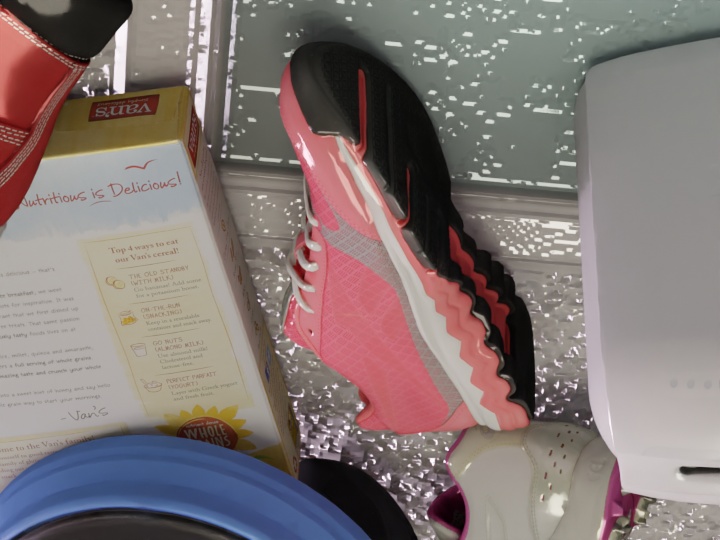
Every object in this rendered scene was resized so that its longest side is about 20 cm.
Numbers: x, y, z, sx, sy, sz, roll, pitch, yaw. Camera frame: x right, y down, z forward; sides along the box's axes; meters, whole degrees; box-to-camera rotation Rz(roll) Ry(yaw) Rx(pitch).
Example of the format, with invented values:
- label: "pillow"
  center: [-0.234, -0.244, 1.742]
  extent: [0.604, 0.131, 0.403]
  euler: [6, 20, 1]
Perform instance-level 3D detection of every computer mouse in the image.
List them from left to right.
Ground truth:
- label: "computer mouse"
  center: [0.041, 0.153, 1.118]
  extent: [0.200, 0.034, 0.059]
  euler: [49, 157, 14]

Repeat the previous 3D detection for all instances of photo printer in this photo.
- label: "photo printer"
  center: [0.159, -0.003, 0.929]
  extent: [0.166, 0.200, 0.070]
  euler: [-8, 132, 10]

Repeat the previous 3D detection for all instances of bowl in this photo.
- label: "bowl"
  center: [-0.077, 0.162, 1.112]
  extent: [0.200, 0.039, 0.201]
  euler: [7, 125, 10]

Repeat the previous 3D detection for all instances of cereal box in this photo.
- label: "cereal box"
  center: [-0.114, 0.019, 1.065]
  extent: [0.143, 0.040, 0.200]
  euler: [-6, 132, 10]

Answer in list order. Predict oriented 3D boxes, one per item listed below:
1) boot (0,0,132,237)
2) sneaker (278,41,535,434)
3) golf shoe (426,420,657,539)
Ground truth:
- label: "boot"
  center: [-0.188, -0.109, 0.943]
  extent: [0.200, 0.072, 0.144]
  euler: [30, 108, -8]
- label: "sneaker"
  center: [0.000, 0.000, 1.023]
  extent: [0.087, 0.074, 0.200]
  euler: [-15, 131, 17]
- label: "golf shoe"
  center: [0.073, 0.133, 1.156]
  extent: [0.091, 0.075, 0.200]
  euler: [19, 135, 12]
